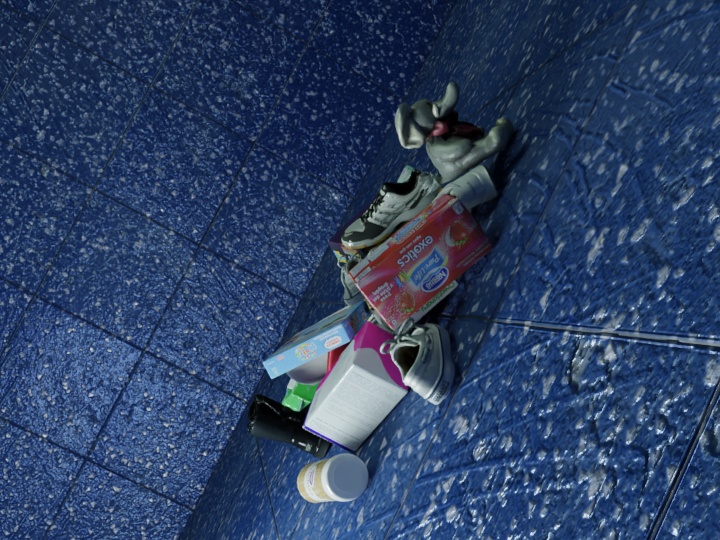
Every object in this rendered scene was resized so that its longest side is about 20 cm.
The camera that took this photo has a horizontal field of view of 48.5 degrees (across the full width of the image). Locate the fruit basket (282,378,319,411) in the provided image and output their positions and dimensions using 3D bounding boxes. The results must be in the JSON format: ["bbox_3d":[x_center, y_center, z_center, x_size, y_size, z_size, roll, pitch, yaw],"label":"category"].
[{"bbox_3d":[-0.132,0.284,1.874,0.186,0.093,0.200,-66,6,-27],"label":"fruit basket"}]

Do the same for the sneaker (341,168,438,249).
[{"bbox_3d":[0.043,-0.117,1.465,0.199,0.088,0.076,-31,34,0],"label":"sneaker"}]

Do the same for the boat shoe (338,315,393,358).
[{"bbox_3d":[0.007,0.156,1.473,0.201,0.075,0.060,-62,2,4],"label":"boat shoe"}]

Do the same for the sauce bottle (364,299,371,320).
[{"bbox_3d":[0.014,0.119,1.574,0.065,0.064,0.201,-72,7,-53],"label":"sauce bottle"}]

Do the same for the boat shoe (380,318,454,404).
[{"bbox_3d":[0.071,0.113,1.109,0.075,0.086,0.202,-59,9,17],"label":"boat shoe"}]

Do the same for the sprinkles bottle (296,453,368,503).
[{"bbox_3d":[-0.047,0.331,1.260,0.069,0.068,0.200,-65,8,-23],"label":"sprinkles bottle"}]

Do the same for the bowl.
[{"bbox_3d":[-0.073,0.170,1.728,0.199,0.075,0.200,-30,13,0],"label":"bowl"}]

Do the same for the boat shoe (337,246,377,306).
[{"bbox_3d":[-0.003,0.003,1.451,0.075,0.086,0.202,-45,2,-23],"label":"boat shoe"}]

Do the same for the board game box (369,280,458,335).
[{"bbox_3d":[0.084,0.047,1.342,0.126,0.035,0.200,-41,7,-4],"label":"board game box"}]

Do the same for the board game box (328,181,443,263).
[{"bbox_3d":[0.060,-0.088,1.549,0.200,0.057,0.165,-44,34,-23],"label":"board game box"}]

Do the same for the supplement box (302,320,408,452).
[{"bbox_3d":[-0.001,0.193,1.307,0.200,0.103,0.101,-57,9,42],"label":"supplement box"}]

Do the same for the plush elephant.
[{"bbox_3d":[0.147,-0.243,1.369,0.199,0.155,0.165,-32,6,28],"label":"plush elephant"}]

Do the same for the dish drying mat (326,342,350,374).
[{"bbox_3d":[-0.043,0.193,1.543,0.077,0.018,0.201,-35,-41,-47],"label":"dish drying mat"}]

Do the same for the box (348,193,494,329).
[{"bbox_3d":[0.089,-0.016,1.209,0.200,0.096,0.100,-40,13,0],"label":"box"}]

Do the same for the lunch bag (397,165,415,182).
[{"bbox_3d":[0.101,-0.149,1.887,0.201,0.077,0.160,-61,7,10],"label":"lunch bag"}]

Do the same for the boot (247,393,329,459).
[{"bbox_3d":[-0.136,0.282,1.608,0.200,0.167,0.077,-78,12,-64],"label":"boot"}]

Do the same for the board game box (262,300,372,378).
[{"bbox_3d":[-0.068,0.114,1.369,0.151,0.037,0.200,-27,4,14],"label":"board game box"}]

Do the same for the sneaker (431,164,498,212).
[{"bbox_3d":[0.153,-0.116,1.354,0.087,0.075,0.200,-26,-9,-21],"label":"sneaker"}]
